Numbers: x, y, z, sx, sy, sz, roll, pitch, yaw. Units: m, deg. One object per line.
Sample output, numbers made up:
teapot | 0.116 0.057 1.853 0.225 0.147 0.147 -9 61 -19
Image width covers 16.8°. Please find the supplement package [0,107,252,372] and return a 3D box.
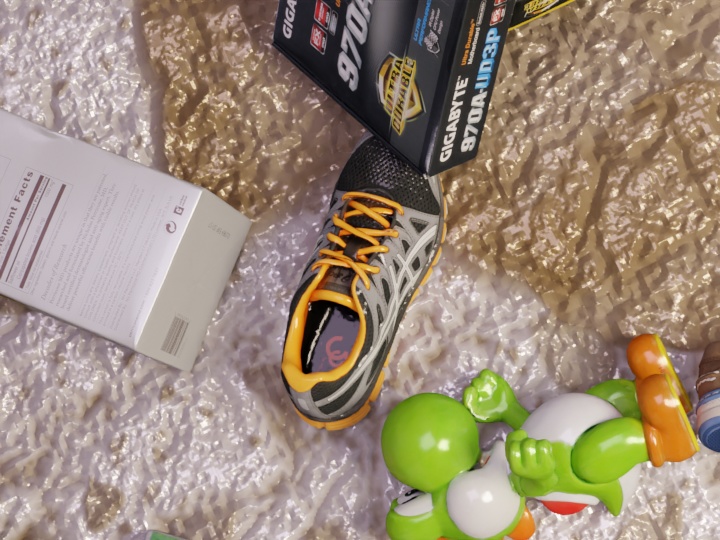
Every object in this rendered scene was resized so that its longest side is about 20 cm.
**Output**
supplement package | -0.191 -0.027 1.555 0.200 0.114 0.110 22 86 17

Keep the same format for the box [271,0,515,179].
box | 0.023 -0.180 1.480 0.046 0.200 0.159 -24 53 -34

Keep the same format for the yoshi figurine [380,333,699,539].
yoshi figurine | 0.095 0.098 1.474 0.200 0.112 0.112 -25 63 11

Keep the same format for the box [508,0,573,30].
box | 0.097 -0.261 1.518 0.160 0.049 0.200 -27 73 -27

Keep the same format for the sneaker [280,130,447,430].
sneaker | 0.000 0.000 1.523 0.078 0.077 0.200 12 82 17

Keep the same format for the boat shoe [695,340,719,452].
boat shoe | 0.298 0.062 1.442 0.200 0.072 0.072 -1 62 2

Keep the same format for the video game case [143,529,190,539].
video game case | -0.078 0.282 1.525 0.182 0.022 0.200 15 85 15
